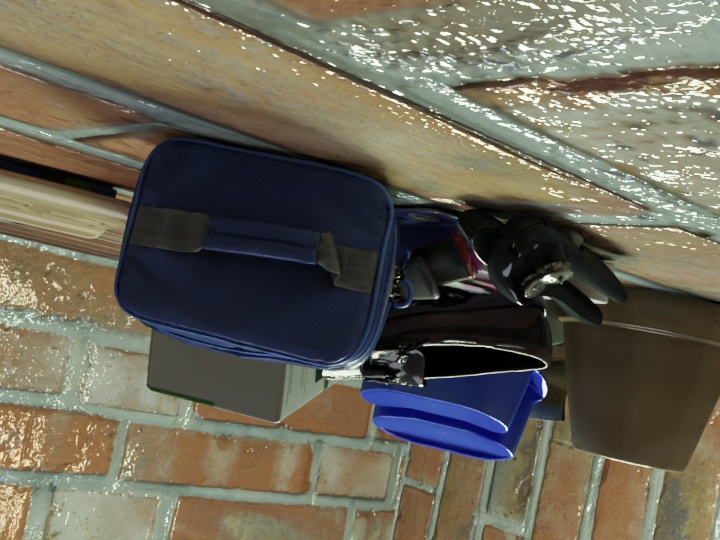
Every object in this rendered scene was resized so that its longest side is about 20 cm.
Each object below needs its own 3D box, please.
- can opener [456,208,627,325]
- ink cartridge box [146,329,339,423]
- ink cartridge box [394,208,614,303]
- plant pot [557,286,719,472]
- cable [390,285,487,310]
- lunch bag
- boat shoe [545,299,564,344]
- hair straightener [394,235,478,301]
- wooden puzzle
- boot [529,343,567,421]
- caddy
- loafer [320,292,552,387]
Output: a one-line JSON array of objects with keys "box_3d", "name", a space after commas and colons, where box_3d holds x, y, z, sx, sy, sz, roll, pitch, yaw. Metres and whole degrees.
[{"box_3d": [0.151, -0.001, 0.730, 0.063, 0.079, 0.200, -41, 142, 23], "name": "can opener"}, {"box_3d": [-0.103, 0.077, 1.007, 0.146, 0.084, 0.200, 11, -169, 17], "name": "ink cartridge box"}, {"box_3d": [0.081, -0.011, 0.852, 0.199, 0.044, 0.196, 13, 176, -32], "name": "ink cartridge box"}, {"box_3d": [0.297, 0.116, 1.039, 0.199, 0.175, 0.200, 12, 175, 1], "name": "plant pot"}, {"box_3d": [0.090, 0.043, 0.935, 0.162, 0.051, 0.200, 14, 177, -6], "name": "cable"}, {"box_3d": [-0.059, -0.005, 0.672, 0.199, 0.137, 0.132, 11, 176, 8], "name": "lunch bag"}, {"box_3d": [0.204, 0.053, 1.122, 0.063, 0.071, 0.199, 3, 173, 41], "name": "boat shoe"}, {"box_3d": [0.016, 0.009, 0.792, 0.077, 0.041, 0.200, -29, -170, -21], "name": "hair straightener"}, {"box_3d": [-0.350, -0.083, 1.065, 0.184, 0.047, 0.200, 13, 170, -25], "name": "wooden puzzle"}, {"box_3d": [0.158, 0.132, 1.173, 0.199, 0.098, 0.075, 0, 180, 6], "name": "boot"}, {"box_3d": [0.095, 0.119, 1.035, 0.199, 0.105, 0.142, 11, 150, 20], "name": "caddy"}, {"box_3d": [0.061, 0.066, 0.808, 0.199, 0.063, 0.072, -12, 149, 4], "name": "loafer"}]
